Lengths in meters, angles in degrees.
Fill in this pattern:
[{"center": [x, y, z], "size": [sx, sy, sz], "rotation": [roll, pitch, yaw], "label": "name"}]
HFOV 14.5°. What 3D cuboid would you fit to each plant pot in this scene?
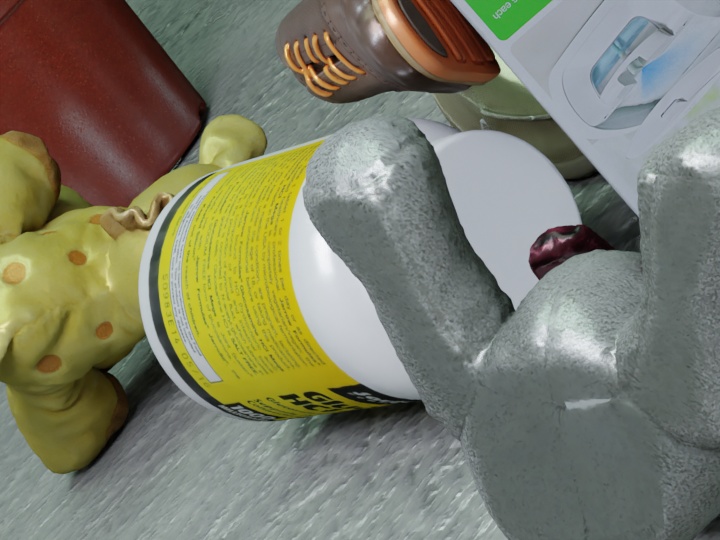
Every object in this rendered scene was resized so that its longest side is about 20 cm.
[{"center": [-0.215, -0.124, 1.791], "size": [0.201, 0.195, 0.201], "rotation": [-38, 19, 16], "label": "plant pot"}]

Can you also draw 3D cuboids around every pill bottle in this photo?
[{"center": [0.000, 0.000, 1.161], "size": [0.112, 0.112, 0.200], "rotation": [-52, 19, -25], "label": "pill bottle"}]

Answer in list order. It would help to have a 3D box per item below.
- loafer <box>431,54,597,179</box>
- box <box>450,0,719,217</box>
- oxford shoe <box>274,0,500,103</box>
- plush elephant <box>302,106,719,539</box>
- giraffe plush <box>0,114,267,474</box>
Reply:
[{"center": [0.080, -0.089, 1.284], "size": [0.076, 0.068, 0.200], "rotation": [-49, 19, -17], "label": "loafer"}, {"center": [0.106, -0.101, 1.081], "size": [0.097, 0.177, 0.200], "rotation": [-40, 18, 8], "label": "box"}, {"center": [0.007, -0.089, 1.112], "size": [0.073, 0.071, 0.200], "rotation": [-35, 5, 7], "label": "oxford shoe"}, {"center": [0.108, 0.023, 0.862], "size": [0.165, 0.200, 0.155], "rotation": [-9, 14, 39], "label": "plush elephant"}, {"center": [-0.111, -0.001, 1.388], "size": [0.162, 0.173, 0.200], "rotation": [-15, -6, 11], "label": "giraffe plush"}]
